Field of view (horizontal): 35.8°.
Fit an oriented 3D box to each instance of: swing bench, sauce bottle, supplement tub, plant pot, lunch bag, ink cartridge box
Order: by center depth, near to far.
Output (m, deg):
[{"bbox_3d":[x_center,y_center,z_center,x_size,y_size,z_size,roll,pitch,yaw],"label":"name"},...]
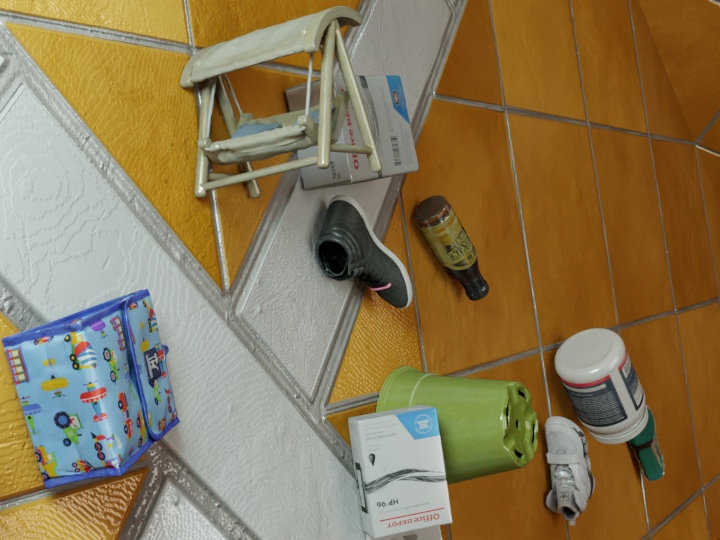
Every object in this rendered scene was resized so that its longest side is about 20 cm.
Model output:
[{"bbox_3d":[-0.252,0.110,1.133,0.200,0.093,0.152,-32,109,-69],"label":"lunch bag"},{"bbox_3d":[-0.100,-0.201,1.332,0.129,0.198,0.201,-5,86,-58],"label":"swing bench"},{"bbox_3d":[0.057,0.294,1.527,0.115,0.068,0.201,-8,89,-14],"label":"ink cartridge box"},{"bbox_3d":[-0.009,-0.198,1.587,0.200,0.083,0.146,-17,96,-58],"label":"ink cartridge box"},{"bbox_3d":[0.152,0.232,1.635,0.200,0.189,0.202,20,65,-54],"label":"plant pot"},{"bbox_3d":[0.156,-0.033,1.829,0.200,0.066,0.066,54,40,-34],"label":"sauce bottle"},{"bbox_3d":[0.478,0.228,2.195,0.201,0.140,0.141,61,36,-29],"label":"supplement tub"}]

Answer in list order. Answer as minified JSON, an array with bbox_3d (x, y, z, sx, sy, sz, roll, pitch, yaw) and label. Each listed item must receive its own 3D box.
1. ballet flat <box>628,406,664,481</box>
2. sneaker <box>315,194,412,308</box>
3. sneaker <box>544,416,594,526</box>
[{"bbox_3d":[0.635,0.382,2.509,0.064,0.075,0.201,-102,177,-72],"label":"ballet flat"},{"bbox_3d":[0.000,0.000,1.569,0.200,0.070,0.099,55,41,-26],"label":"sneaker"},{"bbox_3d":[0.385,0.377,2.081,0.115,0.075,0.201,-57,133,-51],"label":"sneaker"}]
